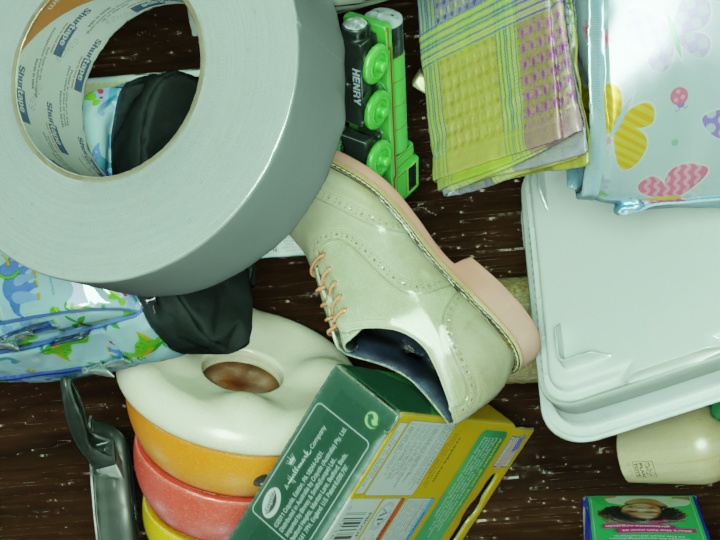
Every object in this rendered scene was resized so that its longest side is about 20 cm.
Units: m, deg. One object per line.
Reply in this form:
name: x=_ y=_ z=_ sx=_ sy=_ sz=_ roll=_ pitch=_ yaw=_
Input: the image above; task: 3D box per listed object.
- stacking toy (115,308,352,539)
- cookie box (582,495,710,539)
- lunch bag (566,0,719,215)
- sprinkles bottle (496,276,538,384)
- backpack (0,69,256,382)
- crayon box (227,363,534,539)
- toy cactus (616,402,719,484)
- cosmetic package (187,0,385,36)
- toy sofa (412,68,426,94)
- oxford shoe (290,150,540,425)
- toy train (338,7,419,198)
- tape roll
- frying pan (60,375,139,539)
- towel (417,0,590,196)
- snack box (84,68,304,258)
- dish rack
stacking toy: x=-0.084 y=0.135 z=0.987 sx=0.145 sy=0.146 sz=0.201 roll=14 pitch=117 yaw=4
cookie box: x=0.166 y=0.232 z=0.918 sx=0.075 sy=0.200 sz=0.172 roll=-3 pitch=96 yaw=6
lunch bag: x=0.184 y=-0.131 z=0.835 sx=0.168 sy=0.127 sz=0.202 roll=-4 pitch=89 yaw=1
sprinkles bottle: x=0.164 y=0.031 z=0.961 sx=0.199 sy=0.068 sz=0.069 roll=-4 pitch=97 yaw=6
backpack: x=-0.177 y=-0.014 z=0.916 sx=0.199 sy=0.153 sz=0.164 roll=-16 pitch=74 yaw=34
crayon box: x=0.014 y=0.124 z=0.939 sx=0.051 sy=0.200 sz=0.126 roll=36 pitch=99 yaw=26
toy cactus: x=0.226 y=0.099 z=0.913 sx=0.164 sy=0.103 sz=0.201 roll=-13 pitch=128 yaw=22
cosmetic package: x=-0.020 y=-0.164 z=0.885 sx=0.082 sy=0.200 sz=0.051 roll=-12 pitch=97 yaw=-28
toy sofa: x=0.119 y=-0.161 z=0.935 sx=0.097 sy=0.083 sz=0.201 roll=32 pitch=99 yaw=-4
oxford shoe: x=0.000 y=0.000 z=0.876 sx=0.200 sy=0.071 sz=0.074 roll=38 pitch=66 yaw=15
toy train: x=0.009 y=-0.060 z=0.931 sx=0.042 sy=0.056 sz=0.201 roll=22 pitch=134 yaw=28
tape roll: x=-0.109 y=-0.090 z=0.802 sx=0.199 sy=0.066 sz=0.202 roll=-3 pitch=82 yaw=21
frying pan: x=-0.151 y=0.111 z=0.965 sx=0.031 sy=0.115 sz=0.191 roll=-5 pitch=121 yaw=-7
towel: x=0.069 y=-0.142 z=0.840 sx=0.023 sy=0.143 sz=0.201 roll=-2 pitch=84 yaw=-25
snack box: x=-0.117 y=-0.062 z=0.992 sx=0.199 sy=0.037 sz=0.117 roll=-4 pitch=97 yaw=6
dish rack: x=0.162 y=-0.016 z=0.889 sx=0.171 sy=0.201 sz=0.044 roll=-20 pitch=136 yaw=22
